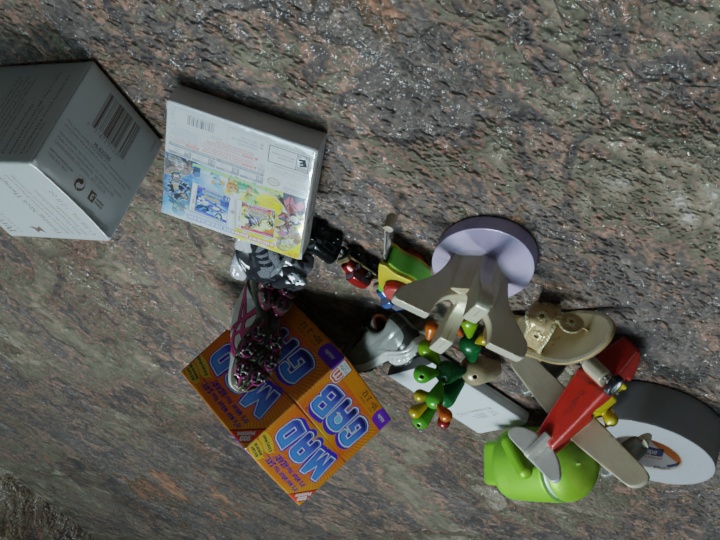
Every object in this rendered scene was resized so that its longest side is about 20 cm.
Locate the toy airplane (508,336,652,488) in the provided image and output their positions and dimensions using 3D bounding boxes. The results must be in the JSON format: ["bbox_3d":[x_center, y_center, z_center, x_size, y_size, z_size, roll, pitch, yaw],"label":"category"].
[{"bbox_3d":[0.302,0.198,1.652,0.198,0.202,0.141,-9,170,36],"label":"toy airplane"}]

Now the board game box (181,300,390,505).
[{"bbox_3d":[-0.113,0.194,1.867,0.200,0.200,0.200,42,170,40],"label":"board game box"}]

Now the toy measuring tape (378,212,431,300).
[{"bbox_3d":[0.061,-0.009,1.587,0.073,0.074,0.200,18,153,9],"label":"toy measuring tape"}]

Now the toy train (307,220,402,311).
[{"bbox_3d":[0.000,0.000,1.674,0.199,0.046,0.034,35,151,-24],"label":"toy train"}]

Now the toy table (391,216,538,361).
[{"bbox_3d":[0.141,0.027,1.537,0.183,0.118,0.200,20,154,5],"label":"toy table"}]

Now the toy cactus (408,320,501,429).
[{"bbox_3d":[0.148,0.147,1.753,0.164,0.201,0.102,1,-160,-42],"label":"toy cactus"}]

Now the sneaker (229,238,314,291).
[{"bbox_3d":[-0.116,-0.034,1.678,0.113,0.076,0.200,17,153,-4],"label":"sneaker"}]

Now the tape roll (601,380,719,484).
[{"bbox_3d":[0.426,0.239,1.764,0.199,0.067,0.201,18,154,9],"label":"tape roll"}]

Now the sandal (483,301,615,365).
[{"bbox_3d":[0.231,0.075,1.600,0.069,0.078,0.211,34,157,-35],"label":"sandal"}]

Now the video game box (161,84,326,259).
[{"bbox_3d":[-0.149,-0.121,1.511,0.199,0.047,0.183,19,131,7],"label":"video game box"}]

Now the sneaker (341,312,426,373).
[{"bbox_3d":[0.028,0.104,1.834,0.080,0.074,0.200,55,149,-9],"label":"sneaker"}]

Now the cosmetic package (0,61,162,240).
[{"bbox_3d":[-0.404,-0.154,1.570,0.199,0.167,0.168,3,148,35],"label":"cosmetic package"}]

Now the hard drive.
[{"bbox_3d":[0.157,0.198,1.941,0.199,0.027,0.132,33,152,-22],"label":"hard drive"}]

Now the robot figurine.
[{"bbox_3d":[0.287,0.304,1.889,0.175,0.117,0.199,12,167,-43],"label":"robot figurine"}]

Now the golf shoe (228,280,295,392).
[{"bbox_3d":[-0.158,0.091,1.793,0.072,0.201,0.092,32,151,-31],"label":"golf shoe"}]
